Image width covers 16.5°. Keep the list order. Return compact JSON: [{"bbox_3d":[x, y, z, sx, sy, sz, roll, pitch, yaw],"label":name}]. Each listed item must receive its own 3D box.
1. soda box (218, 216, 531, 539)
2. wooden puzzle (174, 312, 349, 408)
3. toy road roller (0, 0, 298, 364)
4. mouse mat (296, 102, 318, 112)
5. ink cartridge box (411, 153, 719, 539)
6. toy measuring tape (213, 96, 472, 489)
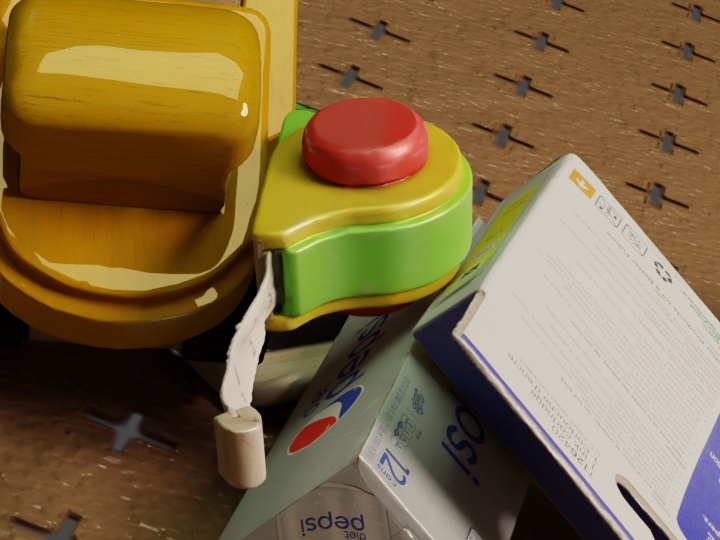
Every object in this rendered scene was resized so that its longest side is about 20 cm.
[{"bbox_3d":[0.017,0.058,0.838,0.063,0.068,0.200,49,24,-9],"label":"soda box"},{"bbox_3d":[-0.034,-0.015,1.016,0.185,0.037,0.200,-8,37,-46],"label":"wooden puzzle"},{"bbox_3d":[-0.081,-0.067,0.873,0.123,0.146,0.200,5,63,-8],"label":"toy road roller"},{"bbox_3d":[-0.115,-0.072,1.049,0.200,0.008,0.161,-3,17,-38],"label":"mouse mat"},{"bbox_3d":[0.102,0.071,0.837,0.198,0.047,0.200,51,26,-5],"label":"ink cartridge box"},{"bbox_3d":[0.000,0.000,0.796,0.073,0.074,0.200,18,34,-5],"label":"toy measuring tape"}]
